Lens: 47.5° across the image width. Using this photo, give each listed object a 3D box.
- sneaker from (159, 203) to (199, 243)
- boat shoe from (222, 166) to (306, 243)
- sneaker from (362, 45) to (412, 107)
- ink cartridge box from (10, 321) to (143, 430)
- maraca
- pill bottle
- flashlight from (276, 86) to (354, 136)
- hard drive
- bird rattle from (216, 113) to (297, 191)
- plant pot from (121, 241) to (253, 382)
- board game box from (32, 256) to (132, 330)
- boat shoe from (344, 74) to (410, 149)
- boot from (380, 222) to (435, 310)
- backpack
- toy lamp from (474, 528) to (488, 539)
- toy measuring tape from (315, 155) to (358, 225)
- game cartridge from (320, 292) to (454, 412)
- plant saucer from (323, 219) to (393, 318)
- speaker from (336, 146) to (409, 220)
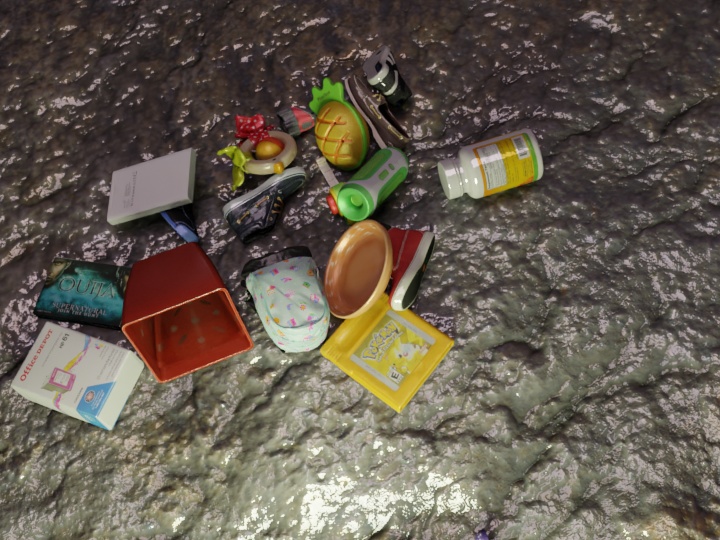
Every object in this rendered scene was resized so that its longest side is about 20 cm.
[{"bbox_3d":[-0.390,-0.137,1.756,0.078,0.070,0.200,-39,64,-6],"label":"sneaker"},{"bbox_3d":[-0.188,-0.136,1.740,0.200,0.071,0.091,-32,72,-7],"label":"boat shoe"},{"bbox_3d":[0.065,-0.432,1.863,0.073,0.112,0.200,-34,25,21],"label":"sneaker"},{"bbox_3d":[-0.549,0.203,1.590,0.199,0.085,0.145,15,66,15],"label":"ink cartridge box"},{"bbox_3d":[-0.049,-0.313,1.763,0.107,0.137,0.201,-24,90,-45],"label":"maraca"},{"bbox_3d":[0.267,-0.215,1.698,0.199,0.111,0.112,-17,62,-2],"label":"pill bottle"},{"bbox_3d":[-0.087,-0.366,1.847,0.199,0.068,0.068,-27,102,-12],"label":"flashlight"},{"bbox_3d":[-0.445,-0.179,1.747,0.199,0.027,0.133,-14,58,18],"label":"hard drive"},{"bbox_3d":[-0.214,-0.255,1.766,0.162,0.113,0.200,8,39,17],"label":"bird rattle"},{"bbox_3d":[-0.344,0.065,1.587,0.199,0.200,0.177,-20,51,-4],"label":"plant pot"},{"bbox_3d":[-0.565,0.046,1.704,0.199,0.028,0.136,7,65,10],"label":"board game box"},{"bbox_3d":[0.037,-0.348,1.786,0.059,0.072,0.201,-35,81,27],"label":"boat shoe"},{"bbox_3d":[0.055,-0.011,1.633,0.143,0.073,0.201,13,50,14],"label":"boot"},{"bbox_3d":[-0.139,0.060,1.594,0.166,0.127,0.201,-20,65,-8],"label":"backpack"},{"bbox_3d":[0.123,0.491,1.378,0.199,0.058,0.058,-17,62,-1],"label":"toy lamp"},{"bbox_3d":[-0.051,-0.180,1.740,0.073,0.074,0.201,-24,63,-6],"label":"toy measuring tape"},{"bbox_3d":[0.051,0.147,1.579,0.200,0.032,0.176,34,71,21],"label":"game cartridge"},{"bbox_3d":[0.000,0.000,1.603,0.200,0.037,0.201,-30,49,42],"label":"plant saucer"},{"bbox_3d":[0.028,-0.181,1.684,0.088,0.089,0.200,22,40,17],"label":"speaker"}]
